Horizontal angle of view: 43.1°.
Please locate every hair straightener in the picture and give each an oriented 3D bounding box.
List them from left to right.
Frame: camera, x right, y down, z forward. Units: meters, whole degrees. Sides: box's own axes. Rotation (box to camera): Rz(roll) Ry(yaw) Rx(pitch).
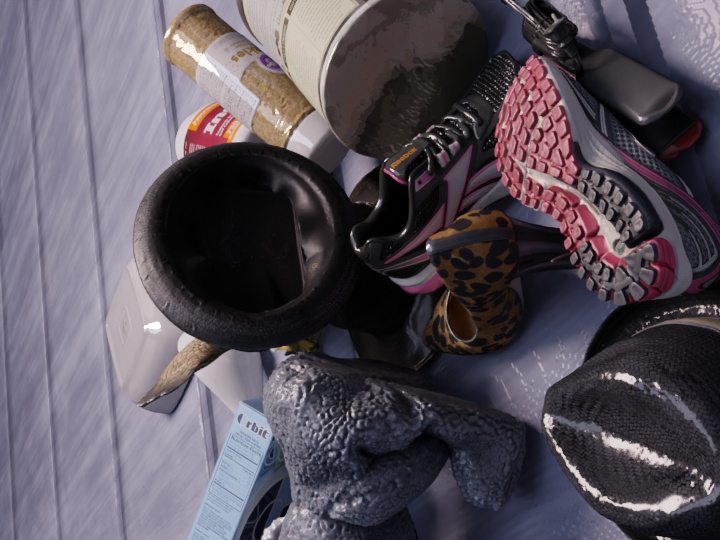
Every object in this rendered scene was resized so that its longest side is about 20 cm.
[{"bbox_3d":[0.147,-0.151,0.604,0.041,0.077,0.200,-37,43,10],"label":"hair straightener"}]

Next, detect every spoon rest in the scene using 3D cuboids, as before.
[{"bbox_3d":[-0.129,0.121,1.005,0.200,0.099,0.061,40,119,39],"label":"spoon rest"}]

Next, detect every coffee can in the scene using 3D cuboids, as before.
[{"bbox_3d":[-0.005,-0.208,0.771,0.200,0.146,0.147,55,132,43],"label":"coffee can"}]

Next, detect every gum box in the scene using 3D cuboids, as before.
[{"bbox_3d":[-0.083,0.205,0.819,0.044,0.170,0.201,26,101,23],"label":"gum box"}]

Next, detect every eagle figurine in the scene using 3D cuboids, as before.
[{"bbox_3d":[-0.118,0.049,0.881,0.151,0.199,0.153,-25,68,55],"label":"eagle figurine"}]

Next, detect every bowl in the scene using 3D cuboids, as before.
[{"bbox_3d":[-0.298,0.078,1.279,0.200,0.074,0.201,-59,41,36],"label":"bowl"}]

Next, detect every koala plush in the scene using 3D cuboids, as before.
[{"bbox_3d":[-0.008,0.176,0.687,0.177,0.183,0.201,20,94,53],"label":"koala plush"}]

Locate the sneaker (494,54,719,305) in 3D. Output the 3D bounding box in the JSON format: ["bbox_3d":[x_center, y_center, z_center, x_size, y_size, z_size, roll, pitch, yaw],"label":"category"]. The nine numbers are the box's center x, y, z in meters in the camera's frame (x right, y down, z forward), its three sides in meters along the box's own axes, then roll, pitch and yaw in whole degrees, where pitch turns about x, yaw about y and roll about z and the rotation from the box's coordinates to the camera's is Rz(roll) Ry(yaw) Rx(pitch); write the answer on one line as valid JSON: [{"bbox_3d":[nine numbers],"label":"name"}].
[{"bbox_3d":[0.147,-0.057,0.569,0.201,0.074,0.081,66,147,36],"label":"sneaker"}]

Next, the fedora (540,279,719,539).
[{"bbox_3d":[0.174,0.093,0.522,0.200,0.091,0.202,-6,82,57],"label":"fedora"}]

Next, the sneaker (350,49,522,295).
[{"bbox_3d":[0.063,-0.076,0.688,0.080,0.086,0.201,38,103,49],"label":"sneaker"}]

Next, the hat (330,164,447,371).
[{"bbox_3d":[0.000,0.000,0.811,0.200,0.081,0.202,-4,85,56],"label":"hat"}]

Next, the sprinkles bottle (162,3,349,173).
[{"bbox_3d":[-0.097,-0.168,0.852,0.200,0.068,0.068,41,126,17],"label":"sprinkles bottle"}]

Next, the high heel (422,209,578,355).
[{"bbox_3d":[0.063,0.014,0.655,0.200,0.142,0.072,-39,56,49],"label":"high heel"}]

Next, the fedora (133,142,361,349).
[{"bbox_3d":[-0.093,-0.007,0.752,0.092,0.199,0.201,105,150,-53],"label":"fedora"}]

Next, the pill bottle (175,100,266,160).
[{"bbox_3d":[-0.126,-0.126,0.985,0.200,0.112,0.114,20,105,55],"label":"pill bottle"}]
